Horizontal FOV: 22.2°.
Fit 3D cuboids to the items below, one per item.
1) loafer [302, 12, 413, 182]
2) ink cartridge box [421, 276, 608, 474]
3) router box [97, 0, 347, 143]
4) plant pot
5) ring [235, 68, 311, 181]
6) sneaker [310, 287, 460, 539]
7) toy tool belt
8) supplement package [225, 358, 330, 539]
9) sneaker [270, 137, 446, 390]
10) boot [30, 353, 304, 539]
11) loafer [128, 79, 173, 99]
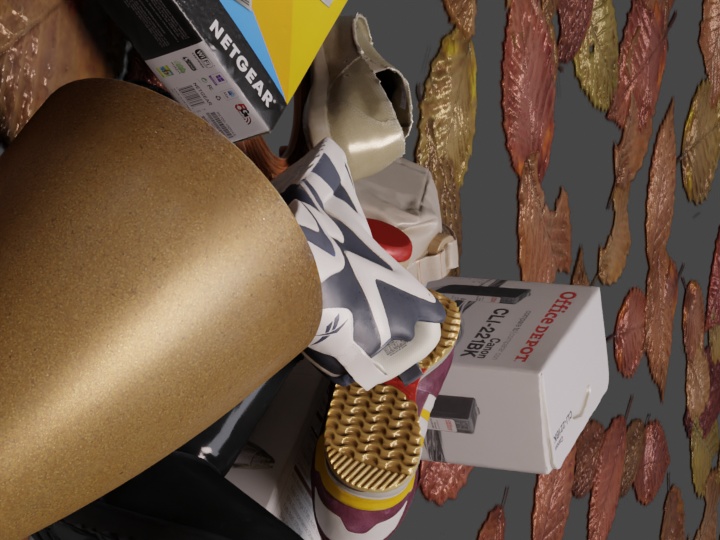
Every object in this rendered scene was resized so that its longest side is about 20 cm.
[{"bbox_3d":[0.001,-0.115,1.245,0.200,0.068,0.076,-88,171,-56],"label":"loafer"},{"bbox_3d":[0.065,0.070,1.329,0.144,0.200,0.084,-46,136,-55],"label":"ink cartridge box"},{"bbox_3d":[-0.095,-0.192,1.032,0.200,0.051,0.149,52,44,-29],"label":"router box"},{"bbox_3d":[-0.150,0.039,0.903,0.200,0.186,0.186,-49,140,-33],"label":"plant pot"},{"bbox_3d":[-0.065,-0.137,1.179,0.200,0.019,0.201,-5,90,-77],"label":"ring"},{"bbox_3d":[0.008,0.087,1.098,0.200,0.075,0.090,-67,175,-52],"label":"sneaker"},{"bbox_3d":[0.000,0.000,1.258,0.200,0.125,0.123,-83,-168,-68],"label":"toy tool belt"},{"bbox_3d":[-0.082,0.157,1.117,0.117,0.117,0.200,65,37,-44],"label":"supplement package"},{"bbox_3d":[-0.009,0.006,1.058,0.130,0.079,0.199,50,9,-13],"label":"sneaker"},{"bbox_3d":[-0.079,0.101,1.029,0.163,0.198,0.073,-62,150,-30],"label":"boot"},{"bbox_3d":[-0.090,-0.044,1.128,0.200,0.063,0.072,65,38,-48],"label":"loafer"}]
